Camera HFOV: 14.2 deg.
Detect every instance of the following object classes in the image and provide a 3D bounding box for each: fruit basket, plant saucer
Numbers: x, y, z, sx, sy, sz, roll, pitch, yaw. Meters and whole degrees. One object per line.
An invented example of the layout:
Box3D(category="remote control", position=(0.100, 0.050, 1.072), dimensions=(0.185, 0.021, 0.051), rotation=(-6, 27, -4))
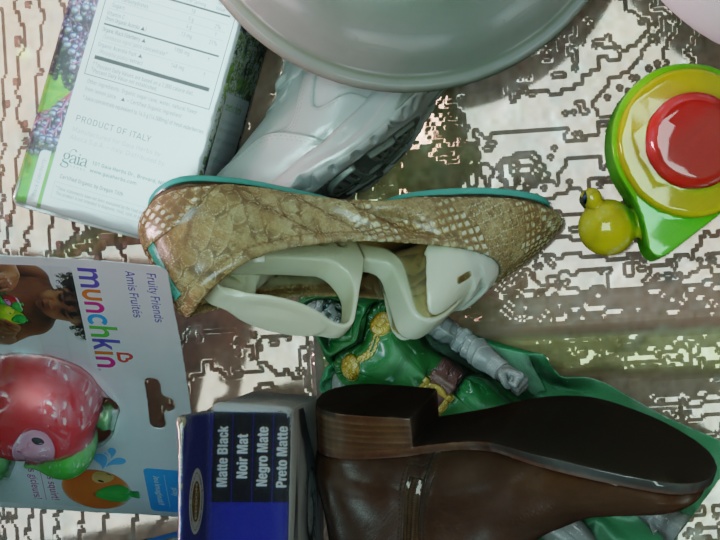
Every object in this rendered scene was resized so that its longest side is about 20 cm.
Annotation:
Box3D(category="fruit basket", position=(-0.173, 0.056, 1.253), dimensions=(0.200, 0.185, 0.094), rotation=(8, 51, 9))
Box3D(category="plant saucer", position=(0.020, -0.176, 1.218), dimensions=(0.200, 0.050, 0.201), rotation=(0, 89, -4))

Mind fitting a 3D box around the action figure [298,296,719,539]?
Box3D(category="action figure", position=(0.052, 0.070, 1.286), dimensions=(0.200, 0.055, 0.118), rotation=(36, 96, 9))

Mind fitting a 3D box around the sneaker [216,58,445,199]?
Box3D(category="sneaker", position=(-0.001, -0.104, 1.286), dimensions=(0.200, 0.078, 0.099), rotation=(-44, 79, -5))

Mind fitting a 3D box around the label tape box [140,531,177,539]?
Box3D(category="label tape box", position=(-0.152, 0.161, 1.258), dimensions=(0.200, 0.144, 0.063), rotation=(-11, 89, 6))

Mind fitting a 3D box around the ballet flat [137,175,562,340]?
Box3D(category="ballet flat", position=(0.000, 0.000, 1.247), dimensions=(0.200, 0.071, 0.065), rotation=(0, 62, -23))

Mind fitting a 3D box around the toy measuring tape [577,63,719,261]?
Box3D(category="toy measuring tape", position=(0.172, -0.079, 1.268), dimensions=(0.200, 0.074, 0.074), rotation=(-37, 86, -4))

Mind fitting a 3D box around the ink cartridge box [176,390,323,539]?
Box3D(category="ink cartridge box", position=(-0.044, 0.153, 1.220), dimensions=(0.041, 0.200, 0.200), rotation=(1, 91, 6))

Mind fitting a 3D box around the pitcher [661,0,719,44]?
Box3D(category="pitcher", position=(0.156, -0.154, 1.162), dimensions=(0.200, 0.172, 0.121), rotation=(32, 106, -35))

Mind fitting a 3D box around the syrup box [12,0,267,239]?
Box3D(category="syrup box", position=(-0.084, -0.114, 1.284), dimensions=(0.081, 0.079, 0.200), rotation=(15, 92, 6))

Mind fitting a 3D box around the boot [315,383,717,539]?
Box3D(category="boot", position=(0.065, 0.154, 1.237), dimensions=(0.186, 0.064, 0.200), rotation=(8, 111, 29))
